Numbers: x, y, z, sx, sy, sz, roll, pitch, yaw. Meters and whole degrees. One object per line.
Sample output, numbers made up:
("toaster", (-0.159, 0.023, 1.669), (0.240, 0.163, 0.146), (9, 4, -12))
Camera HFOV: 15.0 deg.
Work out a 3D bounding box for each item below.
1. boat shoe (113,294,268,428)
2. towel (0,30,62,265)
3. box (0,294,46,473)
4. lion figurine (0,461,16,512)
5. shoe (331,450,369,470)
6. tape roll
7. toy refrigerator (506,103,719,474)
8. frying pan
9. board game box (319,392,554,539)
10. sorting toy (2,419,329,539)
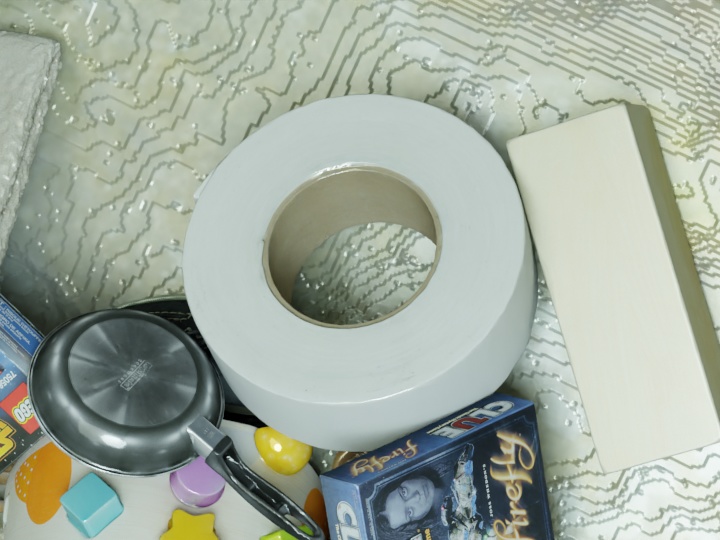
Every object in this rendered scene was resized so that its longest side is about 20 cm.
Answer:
("boat shoe", (-0.082, 0.060, 1.645), (0.199, 0.066, 0.075), (15, 96, 13))
("towel", (-0.264, -0.059, 1.669), (0.132, 0.034, 0.201), (9, 71, 20))
("box", (-0.271, 0.078, 1.627), (0.137, 0.040, 0.200), (45, 126, -8))
("lion figurine", (-0.265, 0.084, 1.692), (0.122, 0.072, 0.201), (-20, 90, 17))
("shoe", (0.053, 0.174, 1.622), (0.070, 0.053, 0.200), (-33, 98, 4))
("tape roll", (0.000, 0.000, 1.577), (0.202, 0.071, 0.203), (-5, 63, 9))
("toy refrigerator", (0.154, 0.010, 1.584), (0.076, 0.070, 0.201), (-18, 86, 18))
("frying pan", (-0.112, 0.094, 1.541), (0.190, 0.115, 0.031), (54, 146, 24))
("board game box", (0.053, 0.186, 1.536), (0.035, 0.135, 0.201), (11, 117, 49))
("sorting toy", (-0.103, 0.177, 1.557), (0.199, 0.180, 0.107), (12, 137, -12))
